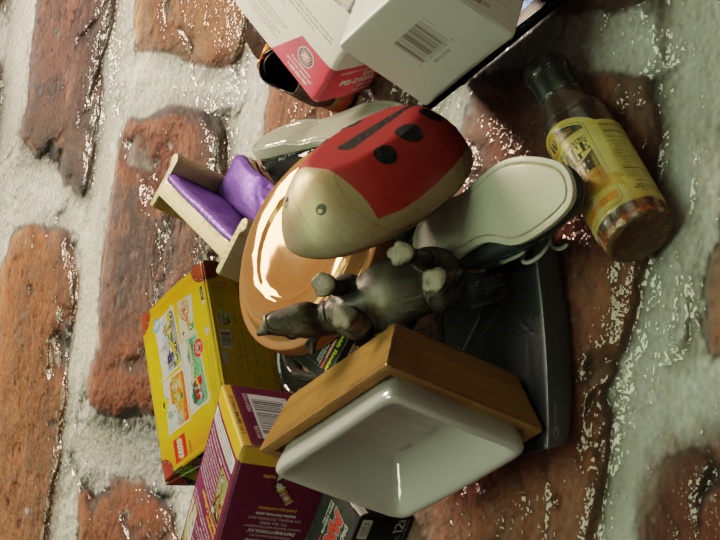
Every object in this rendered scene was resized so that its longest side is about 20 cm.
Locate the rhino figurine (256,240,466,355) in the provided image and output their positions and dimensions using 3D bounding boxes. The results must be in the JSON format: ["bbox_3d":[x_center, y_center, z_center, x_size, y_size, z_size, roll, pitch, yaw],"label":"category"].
[{"bbox_3d":[-0.002,0.028,1.476,0.199,0.087,0.060,-20,76,24],"label":"rhino figurine"}]

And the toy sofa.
[{"bbox_3d":[-0.135,-0.063,1.874,0.098,0.083,0.200,-61,37,9],"label":"toy sofa"}]

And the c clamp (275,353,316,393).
[{"bbox_3d":[-0.029,0.052,1.779,0.200,0.027,0.172,-6,86,55],"label":"c clamp"}]

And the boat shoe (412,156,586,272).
[{"bbox_3d":[0.123,-0.040,1.467,0.200,0.062,0.075,-32,59,49],"label":"boat shoe"}]

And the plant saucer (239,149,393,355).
[{"bbox_3d":[-0.046,-0.023,1.601,0.200,0.032,0.201,-28,51,39],"label":"plant saucer"}]

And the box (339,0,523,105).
[{"bbox_3d":[0.076,-0.262,1.501,0.124,0.097,0.201,-35,30,49],"label":"box"}]

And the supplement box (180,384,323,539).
[{"bbox_3d":[-0.103,0.233,1.752,0.131,0.103,0.201,-119,42,-62],"label":"supplement box"}]

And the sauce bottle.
[{"bbox_3d":[0.188,-0.097,1.452,0.066,0.066,0.201,-56,42,34],"label":"sauce bottle"}]

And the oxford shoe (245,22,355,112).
[{"bbox_3d":[-0.079,-0.226,1.848,0.200,0.072,0.072,39,117,51],"label":"oxford shoe"}]

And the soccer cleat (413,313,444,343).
[{"bbox_3d":[0.049,0.049,1.629,0.085,0.068,0.201,-42,48,49],"label":"soccer cleat"}]

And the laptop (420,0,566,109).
[{"bbox_3d":[0.097,-0.234,1.569,0.103,0.200,0.177,51,137,-2],"label":"laptop"}]

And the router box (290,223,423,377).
[{"bbox_3d":[0.000,0.000,1.610,0.150,0.062,0.201,35,99,55],"label":"router box"}]

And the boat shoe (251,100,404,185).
[{"bbox_3d":[-0.022,-0.118,1.762,0.199,0.074,0.061,-10,118,38],"label":"boat shoe"}]

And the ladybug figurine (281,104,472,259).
[{"bbox_3d":[0.012,-0.081,1.480,0.135,0.200,0.072,8,125,42],"label":"ladybug figurine"}]

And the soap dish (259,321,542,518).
[{"bbox_3d":[0.032,0.128,1.497,0.200,0.157,0.082,-37,39,47],"label":"soap dish"}]

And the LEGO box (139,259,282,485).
[{"bbox_3d":[-0.159,0.111,1.907,0.149,0.077,0.201,-39,55,46],"label":"LEGO box"}]

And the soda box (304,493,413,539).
[{"bbox_3d":[-0.023,0.297,1.694,0.071,0.063,0.201,45,120,49],"label":"soda box"}]

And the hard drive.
[{"bbox_3d":[0.127,0.064,1.533,0.135,0.042,0.201,-23,66,52],"label":"hard drive"}]

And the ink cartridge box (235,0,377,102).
[{"bbox_3d":[-0.017,-0.287,1.713,0.145,0.084,0.200,52,134,20],"label":"ink cartridge box"}]
